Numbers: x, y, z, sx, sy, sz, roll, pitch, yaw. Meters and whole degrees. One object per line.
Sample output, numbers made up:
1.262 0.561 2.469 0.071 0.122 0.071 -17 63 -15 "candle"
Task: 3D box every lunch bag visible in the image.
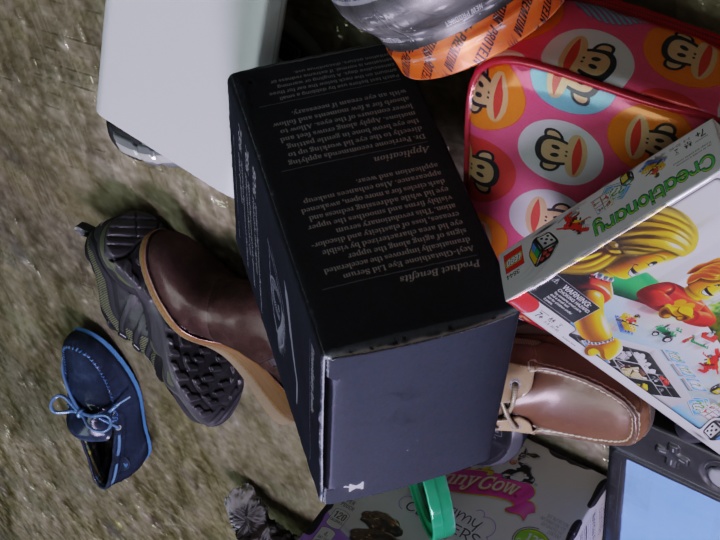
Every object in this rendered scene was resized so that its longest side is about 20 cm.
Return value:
0.141 -0.039 0.738 0.175 0.082 0.201 21 142 15 "lunch bag"

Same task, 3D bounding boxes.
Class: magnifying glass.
0.029 0.085 0.964 0.080 0.022 0.202 108 146 -76 "magnifying glass"

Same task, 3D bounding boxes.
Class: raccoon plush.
-0.048 0.301 1.369 0.201 0.096 0.134 60 171 28 "raccoon plush"

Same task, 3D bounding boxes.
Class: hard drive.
-0.100 -0.161 0.834 0.131 0.026 0.202 32 127 29 "hard drive"

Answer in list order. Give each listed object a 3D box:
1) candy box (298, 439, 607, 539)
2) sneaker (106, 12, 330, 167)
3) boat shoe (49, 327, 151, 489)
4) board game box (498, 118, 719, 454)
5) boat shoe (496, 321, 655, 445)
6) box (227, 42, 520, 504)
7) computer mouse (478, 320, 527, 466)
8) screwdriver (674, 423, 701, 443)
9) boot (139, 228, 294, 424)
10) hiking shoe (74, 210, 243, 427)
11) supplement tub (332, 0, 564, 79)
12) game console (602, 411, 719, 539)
0.059 0.202 0.998 0.167 0.200 0.072 23 144 26 "candy box"
-0.090 -0.128 0.907 0.198 0.075 0.116 9 130 28 "sneaker"
-0.252 0.144 1.380 0.084 0.069 0.201 17 140 33 "boat shoe"
0.179 0.018 0.699 0.126 0.035 0.199 -34 131 30 "board game box"
0.082 0.071 0.863 0.198 0.072 0.076 14 128 32 "boat shoe"
0.000 0.000 0.775 0.149 0.103 0.201 94 159 -54 "box"
0.085 0.042 0.934 0.137 0.053 0.202 21 131 27 "computer mouse"
0.248 0.064 0.806 0.200 0.028 0.029 -43 65 55 "screwdriver"
-0.062 0.021 1.062 0.200 0.072 0.166 49 135 -9 "boot"
-0.166 0.039 1.180 0.100 0.075 0.201 3 122 56 "hiking shoe"
0.015 -0.199 0.655 0.122 0.123 0.201 -2 127 47 "supplement tub"
0.220 0.215 0.924 0.175 0.117 0.201 24 143 26 "game console"
